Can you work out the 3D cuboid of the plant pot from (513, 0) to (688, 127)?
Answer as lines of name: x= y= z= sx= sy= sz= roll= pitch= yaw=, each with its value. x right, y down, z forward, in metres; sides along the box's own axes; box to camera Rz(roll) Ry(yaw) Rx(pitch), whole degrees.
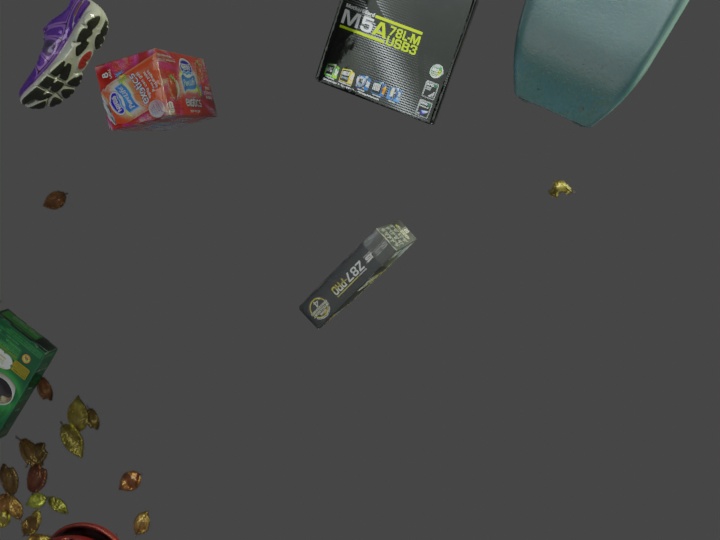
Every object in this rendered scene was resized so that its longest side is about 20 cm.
plant pot: x=0.305 y=-0.313 z=1.161 sx=0.193 sy=0.196 sz=0.203 roll=24 pitch=111 yaw=7

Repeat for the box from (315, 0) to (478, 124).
box: x=0.053 y=-0.345 z=1.274 sx=0.197 sy=0.048 sz=0.196 roll=22 pitch=104 yaw=7

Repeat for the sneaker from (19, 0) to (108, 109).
sneaker: x=-0.488 y=-0.351 z=1.377 sx=0.083 sy=0.081 sz=0.201 roll=39 pitch=94 yaw=17

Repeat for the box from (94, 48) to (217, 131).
box: x=-0.301 y=-0.266 z=1.276 sx=0.098 sy=0.200 sz=0.097 roll=-12 pitch=97 yaw=12

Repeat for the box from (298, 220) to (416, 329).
box: x=0.000 y=0.000 z=1.254 sx=0.049 sy=0.200 sz=0.161 roll=45 pitch=102 yaw=3

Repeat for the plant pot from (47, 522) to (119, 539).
plant pot: x=-0.494 y=0.545 z=1.436 sx=0.196 sy=0.182 sz=0.205 roll=1 pitch=98 yaw=11

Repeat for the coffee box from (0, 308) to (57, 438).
coffee box: x=-0.628 y=0.183 z=1.484 sx=0.122 sy=0.044 sz=0.202 roll=35 pitch=102 yaw=5
